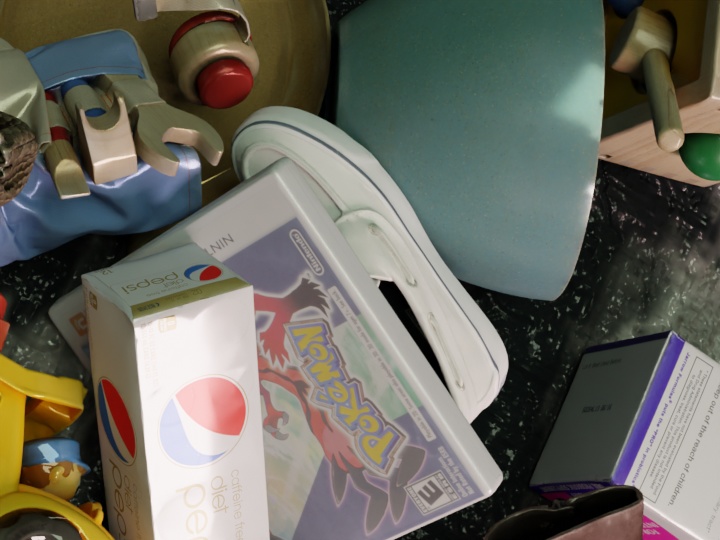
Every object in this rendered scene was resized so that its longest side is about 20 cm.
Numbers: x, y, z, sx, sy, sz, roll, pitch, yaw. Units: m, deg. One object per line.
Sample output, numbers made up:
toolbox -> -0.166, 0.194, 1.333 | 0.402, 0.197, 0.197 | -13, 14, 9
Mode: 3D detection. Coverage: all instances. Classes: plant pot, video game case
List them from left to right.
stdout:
plant pot -> -0.115, -0.123, 1.017 | 0.199, 0.027, 0.202 | -3, 103, -14
video game case -> -0.049, 0.064, 0.970 | 0.201, 0.182, 0.023 | 55, 35, -8
plant pot -> 0.049, -0.088, 1.036 | 0.134, 0.200, 0.202 | 4, 80, -5

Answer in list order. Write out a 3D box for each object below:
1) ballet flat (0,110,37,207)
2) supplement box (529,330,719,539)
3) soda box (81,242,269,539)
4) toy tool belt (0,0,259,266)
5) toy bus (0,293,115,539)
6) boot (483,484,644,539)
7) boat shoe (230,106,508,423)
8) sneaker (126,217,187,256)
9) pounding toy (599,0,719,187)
ballet flat -> -0.226, -0.022, 0.810 | 0.199, 0.046, 0.068 | -27, 108, -34
supplement box -> 0.219, 0.133, 1.112 | 0.199, 0.101, 0.104 | 31, 71, -16
soda box -> -0.091, 0.093, 0.939 | 0.068, 0.064, 0.201 | -16, 118, -27
toy tool belt -> -0.132, -0.056, 0.941 | 0.199, 0.125, 0.123 | -17, 55, -13
toy bus -> -0.203, 0.091, 0.932 | 0.199, 0.136, 0.193 | 28, 56, -19
boot -> 0.155, 0.191, 1.048 | 0.199, 0.072, 0.167 | -13, 129, -19
boat shoe -> 0.000, 0.000, 0.968 | 0.200, 0.074, 0.065 | 46, 34, -1
sneaker -> -0.036, 0.038, 1.013 | 0.199, 0.090, 0.067 | 30, 105, -18
pounding toy -> 0.203, -0.135, 1.101 | 0.141, 0.184, 0.202 | 13, 77, -21
